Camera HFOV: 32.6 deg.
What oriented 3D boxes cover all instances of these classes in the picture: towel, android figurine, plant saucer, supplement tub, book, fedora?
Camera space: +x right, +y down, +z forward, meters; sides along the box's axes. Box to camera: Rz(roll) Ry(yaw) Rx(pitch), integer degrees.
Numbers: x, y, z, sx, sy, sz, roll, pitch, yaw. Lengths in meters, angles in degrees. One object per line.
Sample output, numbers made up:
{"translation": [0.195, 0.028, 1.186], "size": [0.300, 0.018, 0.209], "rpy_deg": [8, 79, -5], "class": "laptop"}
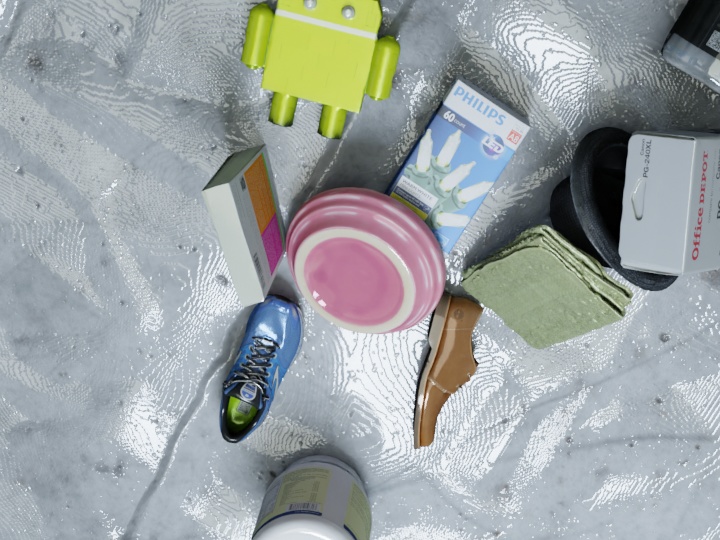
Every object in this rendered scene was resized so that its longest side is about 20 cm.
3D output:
{"translation": [0.211, 0.021, 1.417], "size": [0.148, 0.037, 0.200], "rpy_deg": [41, 150, -8], "class": "towel"}
{"translation": [-0.044, -0.258, 1.415], "size": [0.179, 0.041, 0.203], "rpy_deg": [16, 109, 0], "class": "android figurine"}
{"translation": [0.000, 0.000, 1.440], "size": [0.198, 0.051, 0.203], "rpy_deg": [12, 130, 15], "class": "plant saucer"}
{"translation": [0.423, -0.290, 1.322], "size": [0.121, 0.123, 0.202], "rpy_deg": [28, 108, -4], "class": "supplement tub"}
{"translation": [-0.124, -0.055, 1.396], "size": [0.047, 0.200, 0.135], "rpy_deg": [-15, 104, 8], "class": "book"}
{"translation": [-0.059, 0.325, 1.502], "size": [0.142, 0.200, 0.147], "rpy_deg": [1, 107, 4], "class": "supplement tub"}
{"translation": [0.285, -0.061, 1.405], "size": [0.091, 0.200, 0.202], "rpy_deg": [-19, 108, 47], "class": "fedora"}

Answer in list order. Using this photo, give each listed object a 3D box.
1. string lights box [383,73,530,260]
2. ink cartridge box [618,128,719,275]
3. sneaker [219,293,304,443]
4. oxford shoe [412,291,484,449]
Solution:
{"translation": [0.102, -0.114, 1.433], "size": [0.102, 0.059, 0.201], "rpy_deg": [31, 107, -3], "class": "string lights box"}
{"translation": [0.377, -0.078, 1.341], "size": [0.083, 0.198, 0.148], "rpy_deg": [13, 105, 45], "class": "ink cartridge box"}
{"translation": [-0.123, 0.126, 1.507], "size": [0.077, 0.089, 0.203], "rpy_deg": [19, 107, -2], "class": "sneaker"}
{"translation": [0.105, 0.130, 1.500], "size": [0.070, 0.071, 0.203], "rpy_deg": [13, 106, -1], "class": "oxford shoe"}
